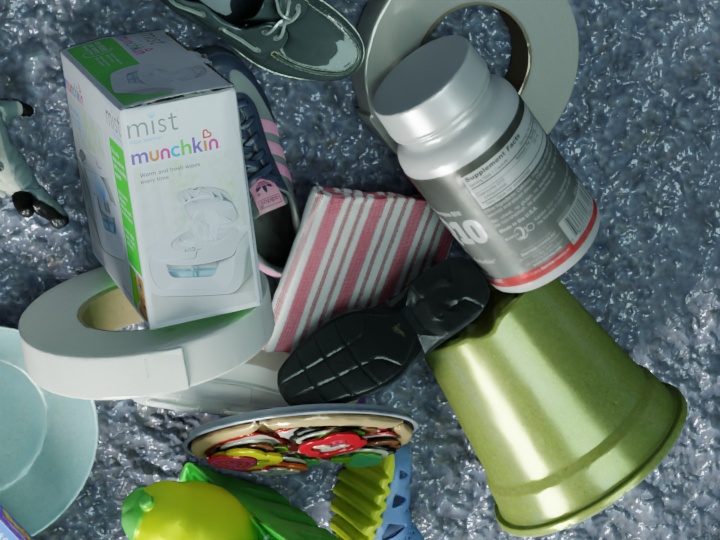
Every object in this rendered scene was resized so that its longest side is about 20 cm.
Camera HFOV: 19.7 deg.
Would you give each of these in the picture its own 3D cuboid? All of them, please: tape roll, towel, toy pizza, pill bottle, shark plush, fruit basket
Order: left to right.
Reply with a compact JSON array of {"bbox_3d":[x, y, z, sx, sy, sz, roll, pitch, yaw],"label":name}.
[{"bbox_3d":[-0.282,-0.110,1.628,0.200,0.091,0.083,48,57,-23],"label":"shark plush"},{"bbox_3d":[-0.167,0.042,1.633,0.202,0.203,0.037,-15,113,-16],"label":"tape roll"},{"bbox_3d":[-0.118,0.247,1.734,0.214,0.216,0.156,7,105,-23],"label":"fruit basket"},{"bbox_3d":[-0.049,0.147,1.742,0.199,0.200,0.032,0,73,-21],"label":"toy pizza"},{"bbox_3d":[0.000,0.000,1.747,0.199,0.030,0.147,2,114,-49],"label":"towel"},{"bbox_3d":[0.089,-0.178,1.763,0.202,0.037,0.204,-7,110,-20],"label":"tape roll"},{"bbox_3d":[0.102,-0.088,1.715,0.114,0.114,0.200,-41,117,-4],"label":"pill bottle"}]

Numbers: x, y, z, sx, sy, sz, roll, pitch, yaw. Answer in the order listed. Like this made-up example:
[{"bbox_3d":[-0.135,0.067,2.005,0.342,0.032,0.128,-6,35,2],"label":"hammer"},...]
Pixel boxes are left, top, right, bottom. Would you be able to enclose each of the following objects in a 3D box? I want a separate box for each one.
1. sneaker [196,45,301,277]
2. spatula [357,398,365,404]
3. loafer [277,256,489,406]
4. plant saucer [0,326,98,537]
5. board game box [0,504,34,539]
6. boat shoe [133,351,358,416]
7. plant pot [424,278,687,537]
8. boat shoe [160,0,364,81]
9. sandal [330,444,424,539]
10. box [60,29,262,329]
[{"bbox_3d":[-0.087,-0.086,1.699,0.070,0.082,0.201,-25,115,-10],"label":"sneaker"},{"bbox_3d":[-0.007,0.053,1.813,0.056,0.021,0.201,8,104,-21],"label":"spatula"},{"bbox_3d":[0.017,0.063,1.732,0.199,0.072,0.073,-27,80,-18],"label":"loafer"},{"bbox_3d":[-0.317,0.134,1.710,0.200,0.039,0.202,-7,111,-19],"label":"plant saucer"},{"bbox_3d":[-0.320,0.270,1.712,0.134,0.045,0.200,-38,120,-3],"label":"board game box"},{"bbox_3d":[-0.099,0.101,1.767,0.199,0.072,0.069,8,116,-21],"label":"boat shoe"},{"bbox_3d":[0.153,0.096,1.811,0.200,0.200,0.185,-38,105,-6],"label":"plant pot"},{"bbox_3d":[-0.081,-0.202,1.664,0.199,0.062,0.073,26,97,-20],"label":"boat shoe"},{"bbox_3d":[0.019,0.240,1.863,0.087,0.079,0.201,-1,116,-27],"label":"sandal"},{"bbox_3d":[-0.154,-0.076,1.611,0.096,0.200,0.177,-13,113,-16],"label":"box"}]
